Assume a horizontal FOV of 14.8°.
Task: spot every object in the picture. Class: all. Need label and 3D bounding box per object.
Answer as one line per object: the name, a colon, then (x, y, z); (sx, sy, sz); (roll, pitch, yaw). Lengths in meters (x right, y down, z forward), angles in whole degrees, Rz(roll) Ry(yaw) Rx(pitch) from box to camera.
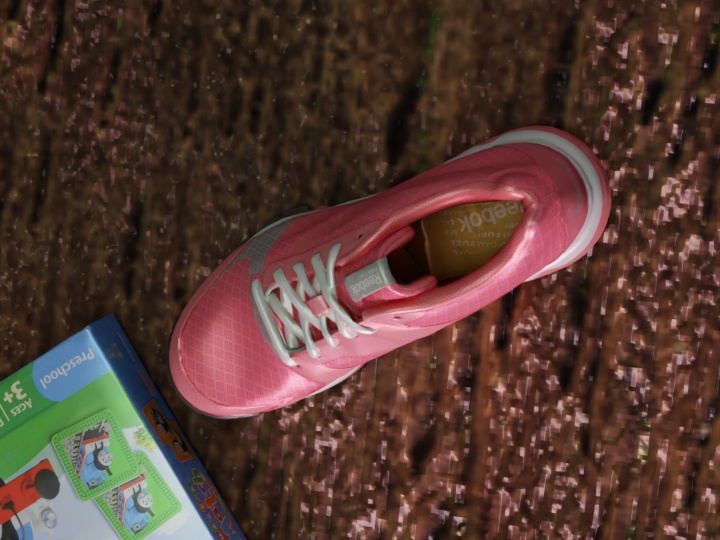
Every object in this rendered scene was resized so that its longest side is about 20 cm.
board game box: (-0.118, 0.144, 1.179); (0.151, 0.037, 0.201); (-32, 89, 16)
sneaker: (0.000, 0.000, 1.102); (0.199, 0.087, 0.074); (-28, 89, 17)
